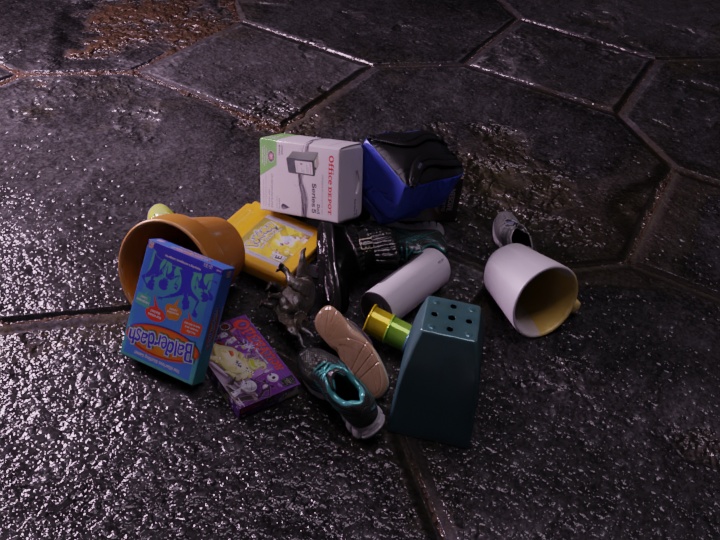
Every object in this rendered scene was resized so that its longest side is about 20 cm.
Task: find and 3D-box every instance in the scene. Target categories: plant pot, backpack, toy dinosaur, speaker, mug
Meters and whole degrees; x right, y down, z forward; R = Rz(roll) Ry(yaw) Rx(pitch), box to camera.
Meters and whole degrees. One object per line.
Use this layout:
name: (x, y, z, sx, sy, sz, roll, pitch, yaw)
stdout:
plant pot: (-0.305, -0.016, 1.540, 0.197, 0.204, 0.183, 19, 23, 16)
plant pot: (0.131, 0.152, 1.370, 0.138, 0.203, 0.142, 11, 36, 6)
backpack: (0.094, -0.192, 1.715, 0.198, 0.169, 0.164, -20, 65, -38)
toy dinosaur: (-0.124, 0.051, 1.549, 0.101, 0.077, 0.202, 30, 45, -13)
speaker: (0.088, 0.034, 1.618, 0.080, 0.082, 0.199, 29, 43, 27)
mug: (0.321, 0.037, 1.637, 0.149, 0.188, 0.153, -38, 38, -4)

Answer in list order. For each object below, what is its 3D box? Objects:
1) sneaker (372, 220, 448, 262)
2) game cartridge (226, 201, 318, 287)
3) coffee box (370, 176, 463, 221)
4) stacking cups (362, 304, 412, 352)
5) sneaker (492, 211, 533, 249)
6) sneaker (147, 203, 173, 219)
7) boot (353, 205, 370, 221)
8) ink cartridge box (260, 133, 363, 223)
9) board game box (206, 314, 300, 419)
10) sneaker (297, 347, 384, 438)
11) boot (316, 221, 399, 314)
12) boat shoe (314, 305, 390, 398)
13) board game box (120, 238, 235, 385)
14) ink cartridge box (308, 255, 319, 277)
sneaker: (0.094, -0.049, 1.735, 0.196, 0.079, 0.092, -8, 44, -16)
game cartridge: (-0.184, -0.057, 1.675, 0.197, 0.033, 0.177, 24, 43, 18)
coffee box: (0.117, -0.177, 1.870, 0.195, 0.115, 0.080, -1, 37, -10)
stacking cups: (0.101, 0.129, 1.497, 0.197, 0.061, 0.061, 26, 40, 12)
sneaker: (0.334, -0.072, 1.794, 0.073, 0.083, 0.202, 0, 38, -10)
sneaker: (-0.388, -0.081, 1.689, 0.074, 0.078, 0.201, -8, 38, -16)
boot: (-0.092, -0.150, 1.826, 0.166, 0.078, 0.200, -15, 35, -32)
ink cartridge box: (-0.099, -0.185, 1.678, 0.197, 0.149, 0.084, 11, 19, 31)
board game box: (-0.202, 0.160, 1.450, 0.118, 0.033, 0.200, -15, 42, -33)
sneaker: (-0.038, 0.178, 1.373, 0.077, 0.092, 0.199, -40, 52, -17)
boot: (0.001, -0.002, 1.615, 0.154, 0.080, 0.215, 6, 59, -18)
boat shoe: (-0.005, 0.141, 1.474, 0.200, 0.072, 0.064, 47, 17, 33)
board game box: (-0.306, 0.068, 1.412, 0.149, 0.204, 0.045, 19, 9, 17)
ink cartridge box: (-0.110, -0.032, 1.709, 0.196, 0.038, 0.095, 15, 38, 7)
